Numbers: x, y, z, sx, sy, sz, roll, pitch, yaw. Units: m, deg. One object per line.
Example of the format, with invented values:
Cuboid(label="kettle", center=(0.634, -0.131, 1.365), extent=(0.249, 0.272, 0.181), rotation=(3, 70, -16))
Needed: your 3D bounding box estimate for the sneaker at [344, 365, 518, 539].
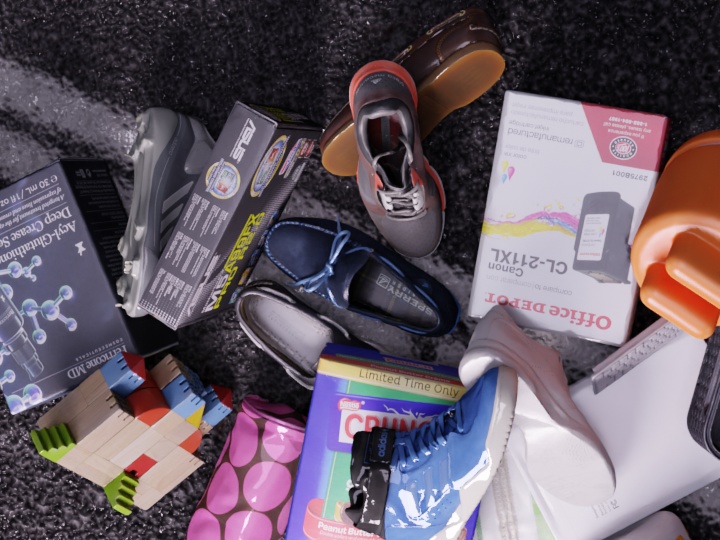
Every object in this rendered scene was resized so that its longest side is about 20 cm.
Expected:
Cuboid(label="sneaker", center=(0.050, 0.149, 1.084), extent=(0.110, 0.077, 0.202), rotation=(20, 124, -3))

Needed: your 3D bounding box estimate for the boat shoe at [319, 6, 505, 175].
Cuboid(label="boat shoe", center=(0.044, -0.161, 1.202), extent=(0.199, 0.070, 0.071), rotation=(-31, 50, 21))

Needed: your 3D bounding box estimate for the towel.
Cuboid(label="towel", center=(0.106, 0.233, 1.240), extent=(0.197, 0.031, 0.152), rotation=(-8, 95, 12))

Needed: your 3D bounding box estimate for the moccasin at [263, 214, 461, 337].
Cuboid(label="moccasin", center=(0.000, 0.000, 1.221), extent=(0.198, 0.068, 0.082), rotation=(20, 99, 12))

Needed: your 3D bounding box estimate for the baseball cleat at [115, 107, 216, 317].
Cuboid(label="baseball cleat", center=(-0.170, -0.052, 1.228), extent=(0.105, 0.070, 0.203), rotation=(10, 76, -27))

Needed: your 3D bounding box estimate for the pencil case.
Cuboid(label="pencil case", center=(-0.112, 0.217, 1.262), extent=(0.093, 0.090, 0.202), rotation=(33, 102, 45))

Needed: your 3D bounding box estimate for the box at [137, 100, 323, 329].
Cuboid(label="box", center=(-0.114, -0.052, 1.197), extent=(0.044, 0.160, 0.202), rotation=(29, 100, 9))

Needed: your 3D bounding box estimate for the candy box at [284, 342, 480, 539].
Cuboid(label="candy box", center=(0.028, 0.182, 1.186), extent=(0.167, 0.077, 0.203), rotation=(11, 97, 0))

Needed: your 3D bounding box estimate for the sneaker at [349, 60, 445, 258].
Cuboid(label="sneaker", center=(0.028, -0.080, 1.163), extent=(0.076, 0.082, 0.202), rotation=(-12, 127, 9))

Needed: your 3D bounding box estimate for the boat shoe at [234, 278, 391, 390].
Cuboid(label="boat shoe", center=(-0.034, 0.078, 1.240), extent=(0.199, 0.060, 0.074), rotation=(40, 101, 7))

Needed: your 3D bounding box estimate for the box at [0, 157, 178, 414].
Cuboid(label="box", center=(-0.291, 0.013, 1.273), extent=(0.147, 0.107, 0.202), rotation=(-24, 90, 14))

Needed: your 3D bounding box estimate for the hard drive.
Cuboid(label="hard drive", center=(0.240, 0.151, 1.183), extent=(0.198, 0.027, 0.133), rotation=(-29, 88, 7))

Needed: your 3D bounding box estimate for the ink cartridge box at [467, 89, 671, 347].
Cuboid(label="ink cartridge box", center=(0.184, -0.046, 1.165), extent=(0.144, 0.083, 0.203), rotation=(10, 97, 12))

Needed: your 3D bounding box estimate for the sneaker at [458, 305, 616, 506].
Cuboid(label="sneaker", center=(0.163, 0.114, 1.137), extent=(0.075, 0.089, 0.201), rotation=(-21, 118, 33))

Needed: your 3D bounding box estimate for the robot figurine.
Cuboid(label="robot figurine", center=(0.288, -0.037, 1.068), extent=(0.115, 0.201, 0.145), rotation=(4, 129, 27))

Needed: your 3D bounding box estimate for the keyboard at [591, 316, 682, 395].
Cuboid(label="keyboard", center=(0.280, 0.041, 1.138), extent=(0.199, 0.056, 0.011), rotation=(-36, 61, -2))

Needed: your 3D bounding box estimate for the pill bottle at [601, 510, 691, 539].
Cuboid(label="pill bottle", center=(0.272, 0.324, 1.157), extent=(0.115, 0.116, 0.202), rotation=(-29, 87, 14))

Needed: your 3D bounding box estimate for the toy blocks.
Cuboid(label="toy blocks", center=(-0.197, 0.140, 1.228), extent=(0.136, 0.200, 0.100), rotation=(-39, 54, 3))

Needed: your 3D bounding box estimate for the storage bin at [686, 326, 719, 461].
Cuboid(label="storage bin", center=(0.388, 0.111, 1.107), extent=(0.197, 0.094, 0.137), rotation=(16, 92, 6))
